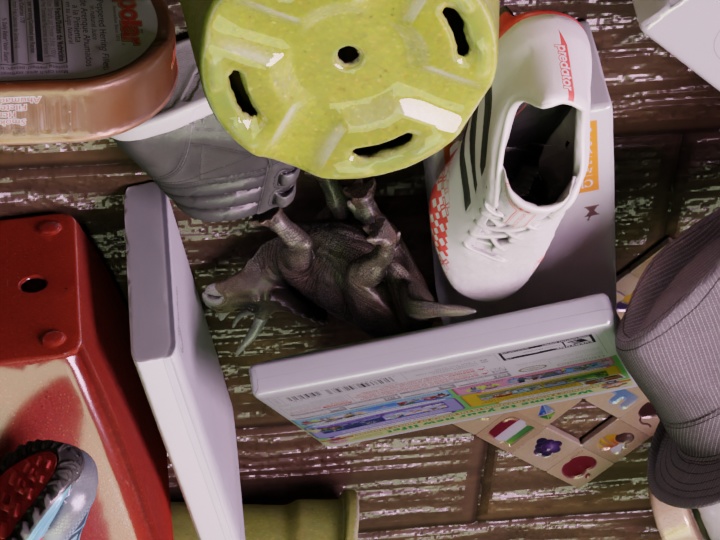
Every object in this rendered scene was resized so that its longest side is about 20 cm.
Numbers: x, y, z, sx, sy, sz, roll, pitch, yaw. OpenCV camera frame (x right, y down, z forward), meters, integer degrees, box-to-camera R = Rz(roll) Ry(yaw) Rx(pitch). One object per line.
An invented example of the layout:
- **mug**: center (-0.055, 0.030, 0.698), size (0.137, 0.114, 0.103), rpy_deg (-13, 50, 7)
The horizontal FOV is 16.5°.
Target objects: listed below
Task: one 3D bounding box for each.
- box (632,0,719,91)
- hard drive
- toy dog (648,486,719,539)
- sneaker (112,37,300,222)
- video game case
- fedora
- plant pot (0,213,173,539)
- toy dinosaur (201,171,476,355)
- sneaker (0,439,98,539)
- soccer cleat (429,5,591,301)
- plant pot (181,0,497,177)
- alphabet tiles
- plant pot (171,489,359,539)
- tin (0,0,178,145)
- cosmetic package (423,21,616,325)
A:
- **box**: center (0.250, -0.154, 1.272), size (0.152, 0.106, 0.200), rpy_deg (-35, 133, 27)
- **hard drive**: center (-0.100, 0.064, 1.428), size (0.027, 0.132, 0.200), rpy_deg (-11, 138, 3)
- **toy dog**: center (0.245, 0.147, 1.629), size (0.132, 0.096, 0.200), rpy_deg (-7, 157, -4)
- **sneaker**: center (-0.033, -0.087, 1.328), size (0.200, 0.071, 0.099), rpy_deg (-15, 142, 12)
- **video game case**: center (0.054, 0.059, 1.405), size (0.200, 0.022, 0.182), rpy_deg (-12, 165, 9)
- **fedora**: center (0.203, 0.023, 1.311), size (0.200, 0.177, 0.090), rpy_deg (-43, 103, -4)
- **plant pot**: center (-0.215, 0.081, 1.395), size (0.200, 0.200, 0.176), rpy_deg (-7, 126, -3)
- **toy dinosaur**: center (0.000, 0.000, 1.389), size (0.200, 0.077, 0.102), rpy_deg (11, 139, 35)
- **sneaker**: center (-0.168, 0.171, 1.315), size (0.095, 0.079, 0.200), rpy_deg (13, 123, -23)
- **soccer cleat**: center (0.080, -0.044, 1.272), size (0.069, 0.085, 0.200), rpy_deg (2, 135, -12)
- **plant pot**: center (-0.011, -0.148, 1.149), size (0.200, 0.184, 0.200), rpy_deg (-3, 133, -3)
- **alphabet tiles**: center (0.153, 0.056, 1.559), size (0.167, 0.008, 0.200), rpy_deg (29, 125, -34)
- **plant pot**: center (-0.109, 0.224, 1.577), size (0.184, 0.200, 0.200), rpy_deg (9, 136, -5)
- **tin**: center (-0.191, -0.109, 1.237), size (0.200, 0.112, 0.042), rpy_deg (-3, 137, -8)
- **cosmetic package**: center (0.089, -0.039, 1.396), size (0.101, 0.071, 0.200), rpy_deg (-9, 138, 0)
